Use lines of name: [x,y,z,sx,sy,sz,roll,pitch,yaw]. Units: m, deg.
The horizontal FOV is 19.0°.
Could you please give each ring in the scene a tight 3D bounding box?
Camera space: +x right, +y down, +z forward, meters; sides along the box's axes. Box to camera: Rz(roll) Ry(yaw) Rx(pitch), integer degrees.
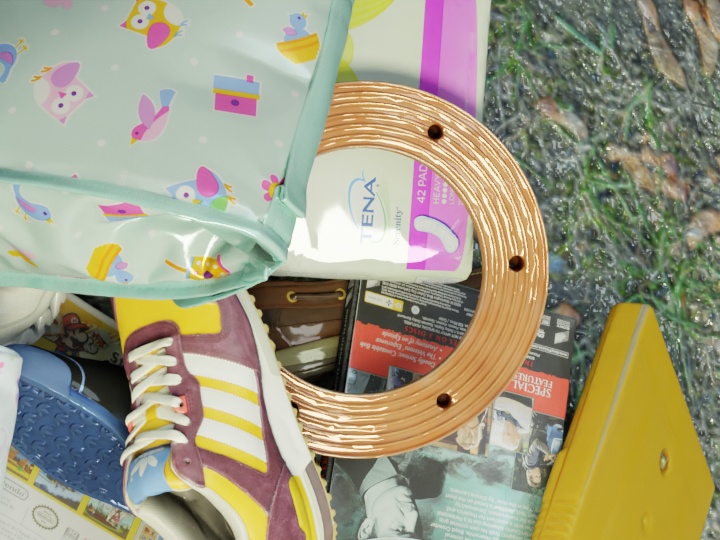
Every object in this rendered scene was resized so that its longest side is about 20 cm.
ring: [0.000,0.000,1.134,0.200,0.019,0.201,-1,98,-7]

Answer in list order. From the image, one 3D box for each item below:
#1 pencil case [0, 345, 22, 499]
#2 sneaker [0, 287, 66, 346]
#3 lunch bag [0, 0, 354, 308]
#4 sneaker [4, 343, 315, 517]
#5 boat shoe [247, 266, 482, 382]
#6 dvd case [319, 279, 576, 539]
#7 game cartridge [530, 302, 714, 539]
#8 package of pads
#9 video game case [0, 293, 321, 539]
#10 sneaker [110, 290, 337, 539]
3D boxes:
pencil case: [-0.221,0.123,1.030,0.091,0.083,0.201,20,79,-50]
sneaker: [-0.167,-0.024,1.139,0.075,0.081,0.200,39,55,14]
lunch bag: [-0.108,-0.077,1.042,0.122,0.199,0.171,70,30,-53]
sneaker: [-0.109,0.083,1.141,0.200,0.070,0.078,34,46,-22]
boat shoe: [0.014,0.016,1.268,0.200,0.072,0.068,-15,84,-35]
dvd case: [0.046,0.105,1.211,0.146,0.022,0.201,15,70,-22]
game cartridge: [0.157,0.150,1.286,0.200,0.032,0.177,-63,142,-38]
package of pads: [-0.012,-0.095,1.163,0.154,0.068,0.201,3,96,-5]
video game case: [-0.126,0.132,1.163,0.200,0.023,0.182,34,58,-20]
sneaker: [-0.086,0.072,1.067,0.090,0.075,0.200,-22,83,-49]
